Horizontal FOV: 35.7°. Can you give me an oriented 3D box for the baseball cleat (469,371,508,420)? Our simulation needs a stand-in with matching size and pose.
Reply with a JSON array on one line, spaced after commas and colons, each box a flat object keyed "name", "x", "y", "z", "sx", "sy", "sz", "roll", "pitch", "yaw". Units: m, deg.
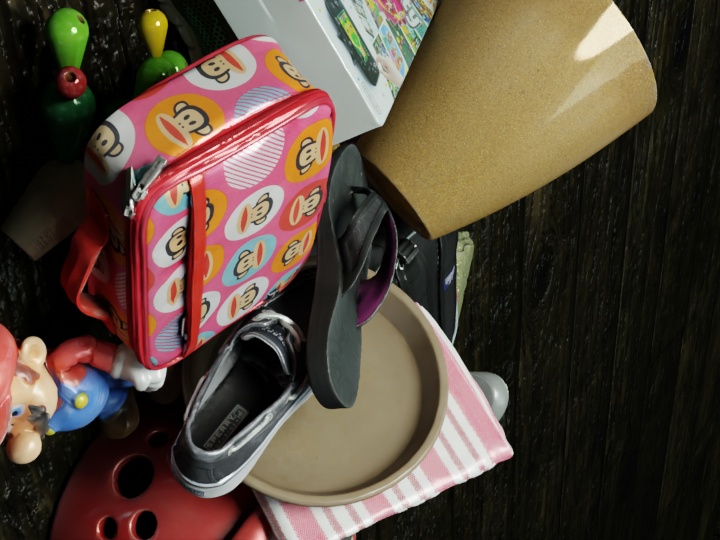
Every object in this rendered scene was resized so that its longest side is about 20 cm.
[{"name": "baseball cleat", "x": 0.051, "y": 0.155, "z": 1.117, "sx": 0.106, "sy": 0.198, "sz": 0.071, "roll": 0, "pitch": 66, "yaw": -53}]

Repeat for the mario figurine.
[{"name": "mario figurine", "x": -0.203, "y": 0.097, "z": 0.748, "sx": 0.199, "sy": 0.105, "sz": 0.126, "roll": 7, "pitch": 104, "yaw": -60}]

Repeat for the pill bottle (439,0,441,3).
[{"name": "pill bottle", "x": 0.119, "y": -0.311, "z": 0.994, "sx": 0.119, "sy": 0.118, "sz": 0.203, "roll": 12, "pitch": 99, "yaw": -59}]

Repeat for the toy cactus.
[{"name": "toy cactus", "x": -0.162, "y": -0.072, "z": 0.736, "sx": 0.166, "sy": 0.102, "sz": 0.201, "roll": -49, "pitch": 155, "yaw": -12}]

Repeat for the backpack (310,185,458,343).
[{"name": "backpack", "x": 0.013, "y": 0.031, "z": 0.998, "sx": 0.178, "sy": 0.148, "sz": 0.203, "roll": -47, "pitch": 138, "yaw": -42}]

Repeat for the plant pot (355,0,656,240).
[{"name": "plant pot", "x": 0.096, "y": -0.125, "z": 0.876, "sx": 0.200, "sy": 0.186, "sz": 0.187, "roll": -43, "pitch": 145, "yaw": -4}]

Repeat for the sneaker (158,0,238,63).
[{"name": "sneaker", "x": -0.083, "y": -0.168, "z": 0.788, "sx": 0.078, "sy": 0.090, "sz": 0.202, "roll": -48, "pitch": 143, "yaw": -31}]

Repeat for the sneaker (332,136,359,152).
[{"name": "sneaker", "x": -0.041, "y": -0.141, "z": 0.904, "sx": 0.090, "sy": 0.073, "sz": 0.204, "roll": -80, "pitch": 165, "yaw": -71}]

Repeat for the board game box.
[{"name": "board game box", "x": -0.020, "y": -0.202, "z": 0.782, "sx": 0.149, "sy": 0.063, "sz": 0.201, "roll": 57, "pitch": 32, "yaw": -26}]

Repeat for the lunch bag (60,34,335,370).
[{"name": "lunch bag", "x": -0.105, "y": -0.032, "z": 0.691, "sx": 0.175, "sy": 0.082, "sz": 0.201, "roll": -33, "pitch": 156, "yaw": -28}]

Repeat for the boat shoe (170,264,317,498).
[{"name": "boat shoe", "x": -0.064, "y": 0.060, "z": 0.770, "sx": 0.201, "sy": 0.071, "sz": 0.068, "roll": -52, "pitch": 168, "yaw": -35}]

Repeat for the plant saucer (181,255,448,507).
[{"name": "plant saucer", "x": -0.033, "y": 0.080, "z": 0.823, "sx": 0.200, "sy": 0.199, "sz": 0.030, "roll": -47, "pitch": 166, "yaw": -31}]

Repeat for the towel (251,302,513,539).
[{"name": "towel", "x": 0.001, "y": 0.117, "z": 0.840, "sx": 0.197, "sy": 0.148, "sz": 0.030, "roll": -21, "pitch": 153, "yaw": -23}]

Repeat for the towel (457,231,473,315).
[{"name": "towel", "x": 0.087, "y": 0.036, "z": 1.175, "sx": 0.200, "sy": 0.036, "sz": 0.151, "roll": -33, "pitch": 135, "yaw": -80}]

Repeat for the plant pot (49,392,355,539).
[{"name": "plant pot", "x": -0.117, "y": 0.222, "z": 0.887, "sx": 0.200, "sy": 0.181, "sz": 0.203, "roll": -35, "pitch": 137, "yaw": -40}]

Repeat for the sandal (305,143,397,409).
[{"name": "sandal", "x": 0.000, "y": 0.001, "z": 0.788, "sx": 0.075, "sy": 0.047, "sz": 0.204, "roll": 53, "pitch": 35, "yaw": -54}]
